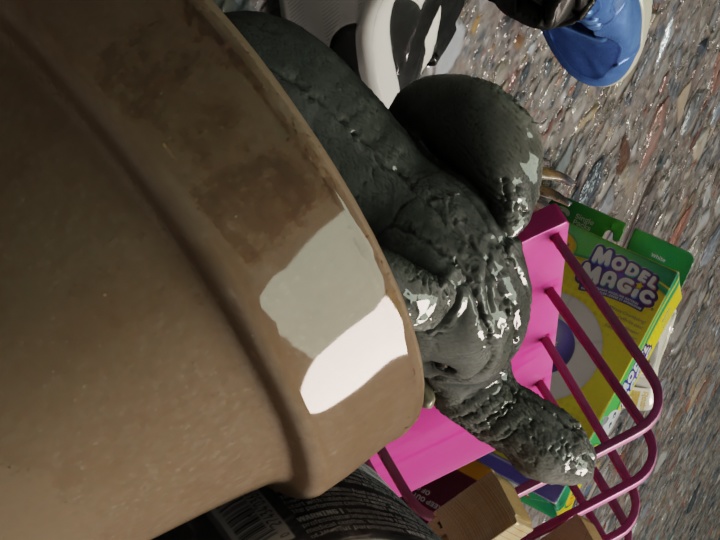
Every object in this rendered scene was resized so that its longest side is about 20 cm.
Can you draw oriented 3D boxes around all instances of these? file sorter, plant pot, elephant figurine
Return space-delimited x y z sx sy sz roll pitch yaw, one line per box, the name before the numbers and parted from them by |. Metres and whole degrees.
file sorter | 0.062 0.096 0.850 0.138 0.126 0.201 -24 149 -13
plant pot | -0.106 0.018 0.492 0.174 0.200 0.201 -38 150 -18
elephant figurine | 0.012 -0.015 0.679 0.143 0.199 0.155 -66 158 5

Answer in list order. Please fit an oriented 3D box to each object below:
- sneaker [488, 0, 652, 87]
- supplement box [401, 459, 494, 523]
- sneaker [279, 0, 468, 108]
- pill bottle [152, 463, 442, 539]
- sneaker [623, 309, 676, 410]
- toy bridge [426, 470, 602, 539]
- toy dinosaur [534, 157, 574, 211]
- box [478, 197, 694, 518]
sneaker | 0.102 -0.150 0.907 0.112 0.076 0.201 -58 154 -32
supplement box | 0.002 0.205 1.048 0.201 0.085 0.111 -56 157 -22
sneaker | 0.012 -0.153 0.722 0.112 0.073 0.201 -57 165 -28
pill bottle | -0.031 0.109 0.601 0.107 0.105 0.200 -66 -158 4
sneaker | 0.148 0.076 1.212 0.200 0.115 0.074 -50 156 -30
toy bridge | 0.079 0.137 0.773 0.067 0.027 0.200 -37 149 13
toy dinosaur | 0.085 -0.016 1.018 0.200 0.085 0.137 -13 119 -70
box | 0.127 0.047 1.129 0.201 0.117 0.048 -59 159 -16
